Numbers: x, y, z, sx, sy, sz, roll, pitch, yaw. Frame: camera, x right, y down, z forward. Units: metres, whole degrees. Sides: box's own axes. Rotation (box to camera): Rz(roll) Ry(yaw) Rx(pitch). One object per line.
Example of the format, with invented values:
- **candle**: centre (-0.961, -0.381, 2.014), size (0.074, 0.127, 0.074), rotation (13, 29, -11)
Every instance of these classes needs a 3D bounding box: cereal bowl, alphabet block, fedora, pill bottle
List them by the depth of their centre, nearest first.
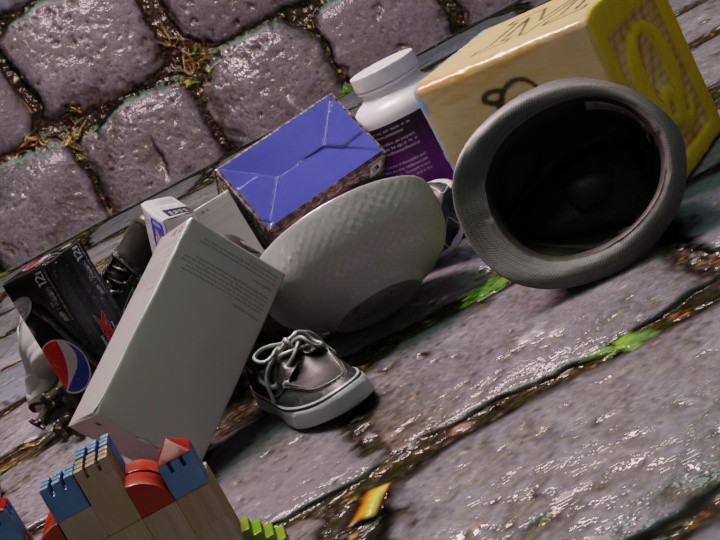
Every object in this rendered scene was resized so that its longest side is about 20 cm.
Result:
- **fedora**: centre (0.185, -0.069, 1.245), size (0.200, 0.177, 0.090), rotation (-35, -18, 5)
- **cereal bowl**: centre (0.000, 0.000, 1.372), size (0.199, 0.084, 0.200), rotation (-27, -18, -9)
- **alphabet block**: centre (0.207, -0.159, 1.403), size (0.199, 0.196, 0.196), rotation (-19, 17, 37)
- **pill bottle**: centre (0.067, -0.137, 1.575), size (0.112, 0.201, 0.113), rotation (-26, 13, 7)

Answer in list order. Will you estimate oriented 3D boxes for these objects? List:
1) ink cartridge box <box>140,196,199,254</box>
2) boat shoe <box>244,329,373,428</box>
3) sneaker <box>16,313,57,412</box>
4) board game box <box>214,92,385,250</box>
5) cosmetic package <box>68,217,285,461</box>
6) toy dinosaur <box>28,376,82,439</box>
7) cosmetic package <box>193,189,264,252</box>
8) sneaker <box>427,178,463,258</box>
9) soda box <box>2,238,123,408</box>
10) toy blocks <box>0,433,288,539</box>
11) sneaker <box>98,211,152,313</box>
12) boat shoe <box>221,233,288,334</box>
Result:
- **ink cartridge box**: centre (-0.177, 0.031, 1.472), size (0.043, 0.201, 0.198), rotation (-13, 10, -13)
- **boat shoe**: centre (-0.054, 0.086, 1.257), size (0.073, 0.068, 0.199), rotation (-32, 14, -16)
- **sneaker**: centre (-0.371, 0.098, 1.688), size (0.075, 0.089, 0.200), rotation (-26, -19, -22)
- **board game box**: centre (-0.064, -0.070, 1.588), size (0.159, 0.097, 0.200), rotation (-35, -22, -17)
- **cosmetic package**: centre (-0.160, 0.069, 1.264), size (0.085, 0.107, 0.201), rotation (-24, 37, 60)
- **toy dinosaur**: centre (-0.314, 0.132, 1.598), size (0.102, 0.077, 0.200), rotation (-52, 2, -32)
- **cosmetic package**: centre (-0.157, -0.023, 1.567), size (0.051, 0.083, 0.200), rotation (-33, 0, -16)
- **sneaker**: centre (0.028, -0.034, 1.507), size (0.086, 0.081, 0.200), rotation (-13, -11, -37)
- **soda box**: centre (-0.273, 0.076, 1.449), size (0.063, 0.201, 0.071), rotation (-22, 13, 29)
- **toy blocks**: centre (-0.167, 0.178, 0.978), size (0.199, 0.137, 0.100), rotation (-28, 13, -2)
- **sneaker**: centre (-0.263, 0.022, 1.604), size (0.079, 0.075, 0.201), rotation (-25, -34, -48)
- **boat shoe**: centre (-0.102, 0.012, 1.462), size (0.067, 0.057, 0.200), rotation (-35, -21, 2)
